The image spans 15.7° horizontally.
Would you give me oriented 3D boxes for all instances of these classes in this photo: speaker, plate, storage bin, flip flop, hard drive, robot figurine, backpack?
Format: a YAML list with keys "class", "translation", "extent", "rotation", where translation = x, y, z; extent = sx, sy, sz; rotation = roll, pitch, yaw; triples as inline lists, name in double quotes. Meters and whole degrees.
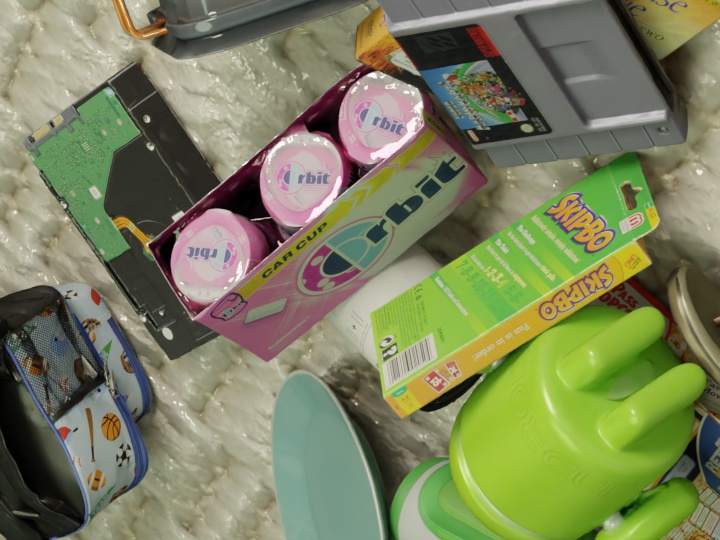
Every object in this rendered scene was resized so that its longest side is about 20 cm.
- class: "speaker"
  translation: [0.110, 0.196, 1.780]
  extent: [0.199, 0.088, 0.089]
  rotation: [25, 136, 45]
- class: "plate"
  translation: [-0.016, 0.169, 1.901]
  extent: [0.200, 0.025, 0.202]
  rotation: [169, 90, -68]
- class: "storage bin"
  translation: [-0.091, -0.213, 1.596]
  extent: [0.200, 0.145, 0.135]
  rotation: [-143, 35, -77]
- class: "flip flop"
  translation: [0.266, 0.065, 1.573]
  extent: [0.200, 0.081, 0.058]
  rotation: [44, 114, 11]
- class: "hard drive"
  translation: [-0.150, -0.041, 1.900]
  extent: [0.201, 0.038, 0.139]
  rotation: [54, 140, -6]
- class: "speaker"
  translation: [0.000, 0.000, 1.727]
  extent: [0.200, 0.081, 0.082]
  rotation: [44, 142, 27]
- class: "robot figurine"
  translation: [0.129, 0.098, 1.612]
  extent: [0.176, 0.115, 0.200]
  rotation: [53, 142, 8]
- class: "backpack"
  translation: [-0.255, 0.111, 2.029]
  extent: [0.199, 0.154, 0.192]
  rotation: [-13, 103, 54]

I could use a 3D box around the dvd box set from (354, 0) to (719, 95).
- class: "dvd box set"
  translation: [0.108, -0.150, 1.520]
  extent: [0.146, 0.030, 0.200]
  rotation: [21, 148, -25]

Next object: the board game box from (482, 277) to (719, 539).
- class: "board game box"
  translation: [0.181, 0.098, 1.691]
  extent: [0.200, 0.046, 0.152]
  rotation: [42, 140, 10]

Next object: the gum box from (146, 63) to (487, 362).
- class: "gum box"
  translation: [-0.022, -0.040, 1.640]
  extent: [0.066, 0.200, 0.113]
  rotation: [54, -172, 26]

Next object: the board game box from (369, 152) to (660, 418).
- class: "board game box"
  translation: [0.096, 0.007, 1.596]
  extent: [0.199, 0.096, 0.030]
  rotation: [-35, 118, 15]

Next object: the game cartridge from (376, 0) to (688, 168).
- class: "game cartridge"
  translation: [0.099, -0.123, 1.504]
  extent: [0.129, 0.039, 0.200]
  rotation: [-11, 148, 22]
